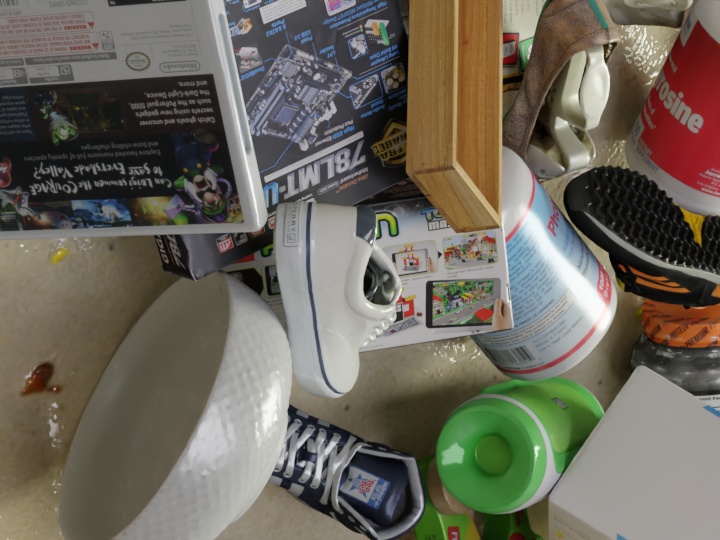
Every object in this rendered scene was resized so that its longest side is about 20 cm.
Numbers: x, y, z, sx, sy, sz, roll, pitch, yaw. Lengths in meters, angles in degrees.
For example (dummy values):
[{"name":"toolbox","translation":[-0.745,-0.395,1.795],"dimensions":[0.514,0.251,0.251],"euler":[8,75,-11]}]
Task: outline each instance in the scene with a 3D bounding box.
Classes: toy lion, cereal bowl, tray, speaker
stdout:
[{"name":"toy lion","translation":[0.097,0.237,1.787],"dimensions":[0.191,0.068,0.201],"euler":[7,75,-53]},{"name":"cereal bowl","translation":[-0.105,0.103,1.517],"dimensions":[0.083,0.200,0.201],"euler":[29,83,-23]},{"name":"tray","translation":[0.062,-0.136,1.567],"dimensions":[0.099,0.037,0.201],"euler":[47,41,-59]},{"name":"speaker","translation":[0.119,0.124,1.728],"dimensions":[0.200,0.088,0.089],"euler":[-7,108,-70]}]

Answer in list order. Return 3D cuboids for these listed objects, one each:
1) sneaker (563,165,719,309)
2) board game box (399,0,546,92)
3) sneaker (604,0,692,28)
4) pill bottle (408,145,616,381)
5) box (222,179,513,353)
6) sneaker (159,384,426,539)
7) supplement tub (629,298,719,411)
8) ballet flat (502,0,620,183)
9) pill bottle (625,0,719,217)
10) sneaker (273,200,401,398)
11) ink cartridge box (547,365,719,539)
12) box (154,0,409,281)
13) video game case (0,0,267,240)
[{"name":"sneaker","translation":[0.208,-0.011,1.763],"dimensions":[0.199,0.090,0.070],"euler":[19,52,-37]},{"name":"board game box","translation":[0.083,-0.201,1.697],"dimensions":[0.199,0.046,0.152],"euler":[-12,108,-36]},{"name":"sneaker","translation":[0.206,-0.228,1.726],"dimensions":[0.075,0.200,0.085],"euler":[4,90,4]},{"name":"pill bottle","translation":[0.093,-0.020,1.711],"dimensions":[0.109,0.109,0.200],"euler":[-52,128,-16]},{"name":"box","translation":[0.000,0.000,1.620],"dimensions":[0.199,0.035,0.111],"euler":[-8,114,-4]},{"name":"sneaker","translation":[-0.039,0.129,1.643],"dimensions":[0.200,0.108,0.070],"euler":[29,82,-39]},{"name":"supplement tub","translation":[0.276,0.118,1.883],"dimensions":[0.122,0.122,0.201],"euler":[-20,113,-33]},{"name":"ballet flat","translation":[0.141,-0.111,1.698],"dimensions":[0.068,0.067,0.201],"euler":[-22,146,-25]},{"name":"pill bottle","translation":[0.284,-0.146,1.781],"dimensions":[0.112,0.112,0.201],"euler":[-6,133,-37]},{"name":"sneaker","translation":[-0.009,0.025,1.528],"dimensions":[0.200,0.070,0.073],"euler":[78,15,-61]},{"name":"ink cartridge box","translation":[0.221,0.186,1.754],"dimensions":[0.125,0.128,0.200],"euler":[-53,161,-20]},{"name":"box","translation":[-0.061,-0.123,1.509],"dimensions":[0.199,0.050,0.199],"euler":[-26,114,-26]},{"name":"video game case","translation":[-0.164,-0.107,1.439],"dimensions":[0.023,0.199,0.183],"euler":[-50,134,-58]}]
